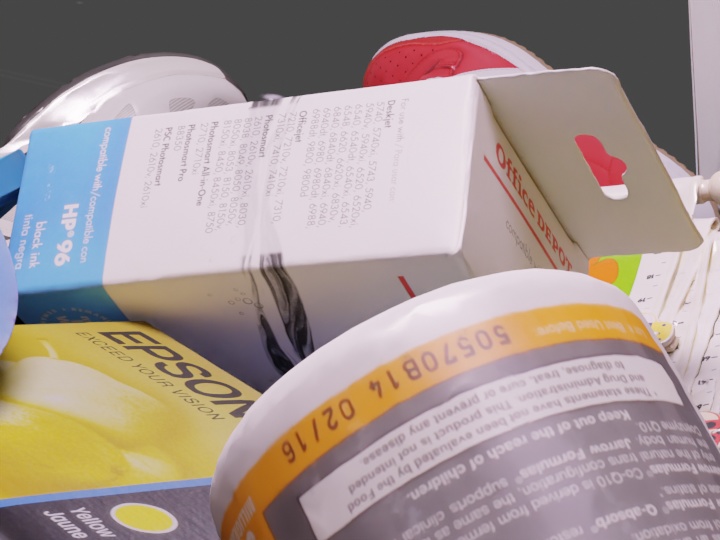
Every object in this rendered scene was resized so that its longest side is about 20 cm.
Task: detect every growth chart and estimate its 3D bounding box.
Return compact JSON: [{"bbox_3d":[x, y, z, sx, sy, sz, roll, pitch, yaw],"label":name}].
[{"bbox_3d":[0.069,0.025,0.953,0.145,0.018,0.200,-10,33,15],"label":"growth chart"}]

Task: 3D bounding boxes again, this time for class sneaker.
[{"bbox_3d":[0.041,-0.042,1.120,0.112,0.071,0.200,-12,32,-39],"label":"sneaker"},{"bbox_3d":[-0.097,-0.011,1.046,0.200,0.076,0.115,-26,48,-36],"label":"sneaker"}]

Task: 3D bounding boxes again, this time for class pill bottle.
[{"bbox_3d":[0.053,0.109,0.610,0.116,0.116,0.200,-10,59,-29],"label":"pill bottle"}]

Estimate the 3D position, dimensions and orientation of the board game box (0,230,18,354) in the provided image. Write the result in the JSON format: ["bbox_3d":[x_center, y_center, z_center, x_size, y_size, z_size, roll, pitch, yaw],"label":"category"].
[{"bbox_3d":[-0.195,-0.012,0.756,0.200,0.039,0.158,12,32,-32],"label":"board game box"}]

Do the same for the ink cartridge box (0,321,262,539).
[{"bbox_3d":[-0.045,0.065,0.774,0.200,0.047,0.198,-5,22,-40],"label":"ink cartridge box"}]

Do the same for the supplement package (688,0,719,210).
[{"bbox_3d":[0.267,-0.109,1.163,0.200,0.147,0.191,5,18,31],"label":"supplement package"}]

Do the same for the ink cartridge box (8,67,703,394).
[{"bbox_3d":[0.000,0.000,0.890,0.200,0.116,0.068,-6,58,22],"label":"ink cartridge box"}]

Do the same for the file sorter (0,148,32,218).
[{"bbox_3d":[-0.233,-0.011,0.869,0.123,0.139,0.200,53,36,2],"label":"file sorter"}]
